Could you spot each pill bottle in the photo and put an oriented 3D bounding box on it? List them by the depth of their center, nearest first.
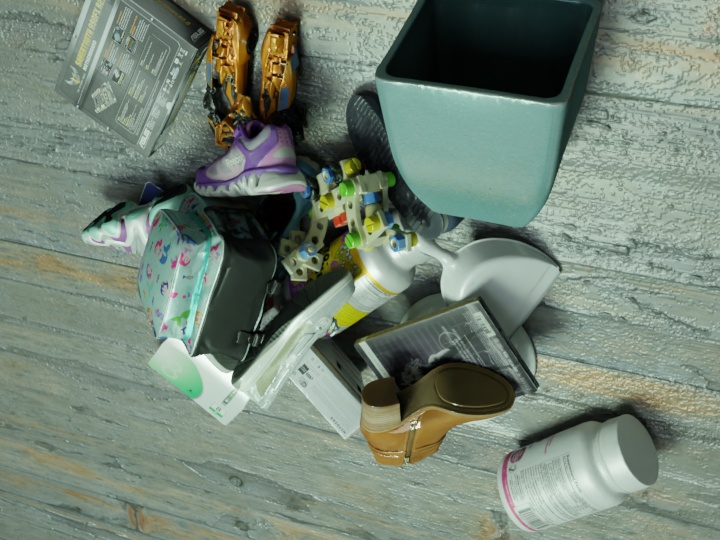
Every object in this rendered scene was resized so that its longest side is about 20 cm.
[{"bbox_3d":[0.000,0.000,1.332,0.199,0.105,0.105,-34,105,28],"label":"pill bottle"},{"bbox_3d":[0.291,0.271,1.389,0.199,0.114,0.114,-31,107,37],"label":"pill bottle"}]

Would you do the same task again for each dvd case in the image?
[{"bbox_3d":[0.107,0.119,1.312,0.198,0.016,0.150,-22,114,35],"label":"dvd case"}]

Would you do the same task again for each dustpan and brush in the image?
[{"bbox_3d":[0.133,0.002,1.270,0.198,0.057,0.140,26,109,-33],"label":"dustpan and brush"}]

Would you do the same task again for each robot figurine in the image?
[{"bbox_3d":[-0.136,-0.221,1.278,0.143,0.058,0.203,19,128,13],"label":"robot figurine"}]

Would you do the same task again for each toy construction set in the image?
[{"bbox_3d":[-0.022,-0.062,1.250,0.198,0.091,0.133,-21,86,44],"label":"toy construction set"}]

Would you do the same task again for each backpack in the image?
[{"bbox_3d":[-0.196,-0.002,1.295,0.148,0.201,0.180,10,113,-23],"label":"backpack"}]

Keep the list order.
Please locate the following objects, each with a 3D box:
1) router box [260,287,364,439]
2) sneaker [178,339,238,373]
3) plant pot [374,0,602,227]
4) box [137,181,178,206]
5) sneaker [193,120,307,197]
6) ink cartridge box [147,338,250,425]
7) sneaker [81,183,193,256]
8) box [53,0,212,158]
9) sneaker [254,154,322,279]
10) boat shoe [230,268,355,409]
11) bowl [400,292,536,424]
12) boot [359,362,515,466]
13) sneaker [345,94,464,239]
[{"bbox_3d":[-0.071,0.114,1.410,0.049,0.180,0.201,-40,102,5],"label":"router box"},{"bbox_3d":[-0.200,0.066,1.437,0.098,0.072,0.200,-22,136,21],"label":"sneaker"},{"bbox_3d":[0.140,-0.163,1.109,0.193,0.197,0.202,11,135,18],"label":"plant pot"},{"bbox_3d":[-0.230,-0.040,1.469,0.198,0.033,0.122,33,130,-1],"label":"box"},{"bbox_3d":[-0.137,-0.135,1.256,0.198,0.079,0.090,-1,96,52],"label":"sneaker"},{"bbox_3d":[-0.220,0.138,1.562,0.160,0.050,0.200,39,142,-5],"label":"ink cartridge box"},{"bbox_3d":[-0.287,-0.028,1.433,0.197,0.078,0.141,-12,116,31],"label":"sneaker"},{"bbox_3d":[-0.295,-0.266,1.329,0.157,0.048,0.201,35,130,-1],"label":"box"},{"bbox_3d":[-0.119,-0.056,1.349,0.078,0.090,0.202,32,121,12],"label":"sneaker"},{"bbox_3d":[-0.074,0.082,1.277,0.065,0.074,0.202,41,93,-19],"label":"boat shoe"},{"bbox_3d":[0.130,0.137,1.386,0.198,0.091,0.204,13,128,16],"label":"bowl"},{"bbox_3d":[0.098,0.193,1.321,0.196,0.075,0.156,-1,140,7],"label":"boot"},{"bbox_3d":[0.059,-0.132,1.251,0.202,0.081,0.070,57,142,8],"label":"sneaker"}]
